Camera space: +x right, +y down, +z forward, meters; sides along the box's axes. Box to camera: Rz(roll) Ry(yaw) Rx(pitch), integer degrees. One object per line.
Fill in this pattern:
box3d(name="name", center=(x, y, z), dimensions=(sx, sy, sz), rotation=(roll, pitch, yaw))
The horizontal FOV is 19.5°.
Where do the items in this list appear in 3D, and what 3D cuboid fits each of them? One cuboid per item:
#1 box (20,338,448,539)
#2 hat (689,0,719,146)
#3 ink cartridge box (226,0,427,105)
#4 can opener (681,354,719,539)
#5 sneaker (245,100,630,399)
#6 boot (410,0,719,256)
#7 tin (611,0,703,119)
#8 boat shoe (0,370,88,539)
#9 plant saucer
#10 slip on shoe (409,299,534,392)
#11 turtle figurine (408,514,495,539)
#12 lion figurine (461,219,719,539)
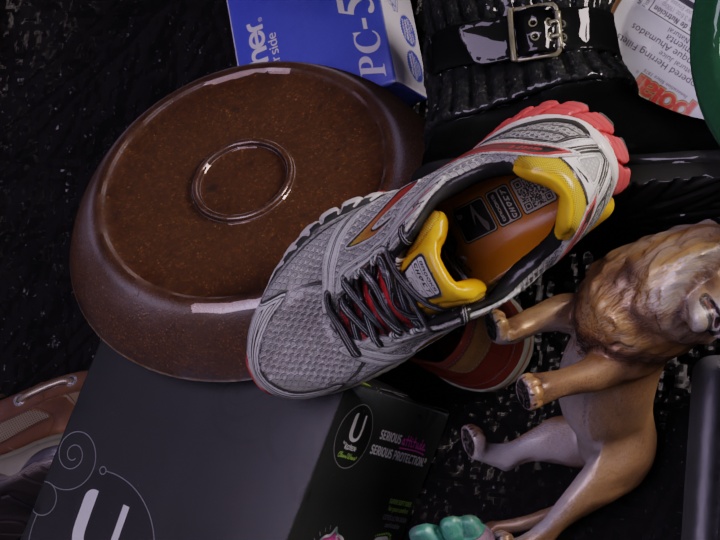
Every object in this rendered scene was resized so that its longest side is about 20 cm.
box3d(name="box", center=(-0.072, 0.131, 1.066), dimensions=(0.148, 0.124, 0.201), rotation=(22, 89, 29))
box3d(name="hat", center=(0.276, -0.096, 0.935), dimensions=(0.199, 0.175, 0.167), rotation=(3, 82, 45))
box3d(name="ink cartridge box", center=(-0.028, -0.177, 1.154), dimensions=(0.093, 0.044, 0.202), rotation=(-18, 73, 25))
box3d(name="can opener", center=(0.185, 0.140, 0.976), dimensions=(0.053, 0.066, 0.202), rotation=(-21, 59, 58))
box3d(name="sneaker", center=(0.024, -0.005, 0.924), dimensions=(0.199, 0.082, 0.078), rotation=(-36, 94, 23))
box3d(name="boot", center=(0.123, -0.091, 0.996), dimensions=(0.209, 0.080, 0.159), rotation=(3, 63, 11))
box3d(name="tin", center=(0.195, -0.146, 1.034), dimensions=(0.112, 0.042, 0.201), rotation=(38, 98, 33))
box3d(name="boat shoe", center=(-0.205, 0.107, 1.178), dimensions=(0.199, 0.076, 0.072), rotation=(-17, 56, 26))
box3d(name="plant saucer", center=(-0.055, -0.035, 1.043), dimensions=(0.198, 0.035, 0.201), rotation=(-8, 51, 10))
box3d(name="slip on shoe", center=(0.000, 0.000, 1.092), dimensions=(0.199, 0.061, 0.074), rotation=(31, 96, 31))
box3d(name="turtle figurine", center=(0.036, 0.219, 0.939), dimensions=(0.149, 0.101, 0.201), rotation=(-19, 52, 8))
box3d(name="lion figurine", center=(0.117, 0.058, 0.985), dimensions=(0.122, 0.201, 0.073), rotation=(-15, 56, -21))
